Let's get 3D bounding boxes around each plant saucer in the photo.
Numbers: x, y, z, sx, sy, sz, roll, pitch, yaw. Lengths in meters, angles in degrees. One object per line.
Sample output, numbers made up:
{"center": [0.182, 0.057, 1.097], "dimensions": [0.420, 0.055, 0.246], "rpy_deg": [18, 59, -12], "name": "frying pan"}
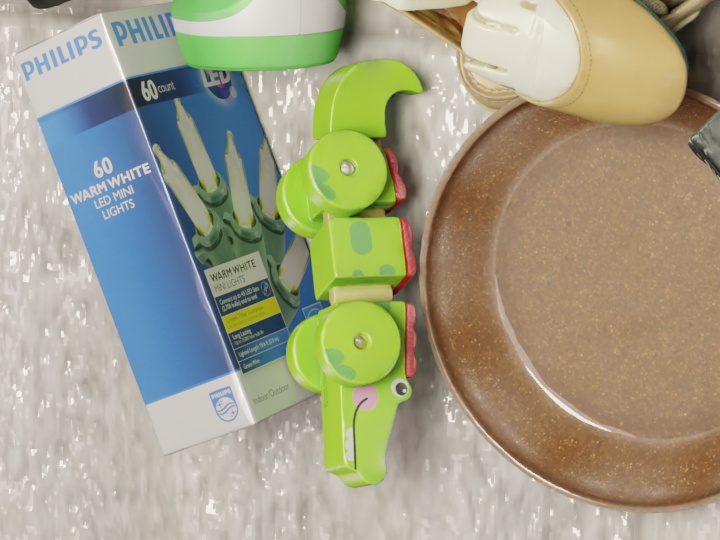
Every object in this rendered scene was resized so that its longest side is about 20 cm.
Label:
{"center": [0.123, 0.008, 1.066], "dimensions": [0.199, 0.037, 0.202], "rpy_deg": [8, 107, 26], "name": "plant saucer"}

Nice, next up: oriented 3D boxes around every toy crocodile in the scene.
{"center": [0.000, 0.000, 1.094], "dimensions": [0.061, 0.067, 0.202], "rpy_deg": [0, 78, -16], "name": "toy crocodile"}

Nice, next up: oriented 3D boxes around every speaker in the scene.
{"center": [-0.049, -0.196, 1.089], "dimensions": [0.088, 0.088, 0.202], "rpy_deg": [5, 102, 26], "name": "speaker"}

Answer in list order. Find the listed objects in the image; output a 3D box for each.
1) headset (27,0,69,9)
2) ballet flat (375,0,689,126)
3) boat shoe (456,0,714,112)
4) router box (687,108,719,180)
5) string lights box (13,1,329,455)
{"center": [-0.169, -0.181, 1.142], "dimensions": [0.123, 0.094, 0.200], "rpy_deg": [29, 124, -14], "name": "headset"}
{"center": [0.047, -0.112, 1.011], "dimensions": [0.200, 0.063, 0.069], "rpy_deg": [34, 130, 29], "name": "ballet flat"}
{"center": [0.116, -0.128, 1.029], "dimensions": [0.199, 0.065, 0.073], "rpy_deg": [-28, 87, 29], "name": "boat shoe"}
{"center": [0.253, -0.059, 0.936], "dimensions": [0.200, 0.062, 0.150], "rpy_deg": [-43, 68, 12], "name": "router box"}
{"center": [-0.083, -0.024, 1.130], "dimensions": [0.059, 0.103, 0.201], "rpy_deg": [-20, 91, 30], "name": "string lights box"}
